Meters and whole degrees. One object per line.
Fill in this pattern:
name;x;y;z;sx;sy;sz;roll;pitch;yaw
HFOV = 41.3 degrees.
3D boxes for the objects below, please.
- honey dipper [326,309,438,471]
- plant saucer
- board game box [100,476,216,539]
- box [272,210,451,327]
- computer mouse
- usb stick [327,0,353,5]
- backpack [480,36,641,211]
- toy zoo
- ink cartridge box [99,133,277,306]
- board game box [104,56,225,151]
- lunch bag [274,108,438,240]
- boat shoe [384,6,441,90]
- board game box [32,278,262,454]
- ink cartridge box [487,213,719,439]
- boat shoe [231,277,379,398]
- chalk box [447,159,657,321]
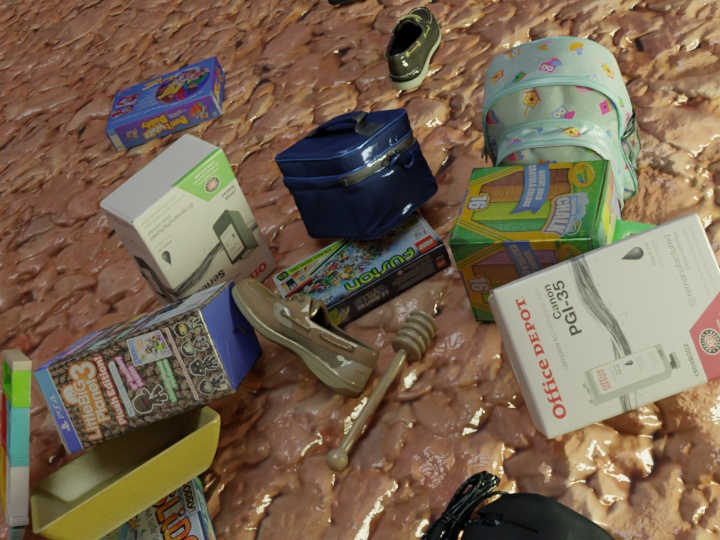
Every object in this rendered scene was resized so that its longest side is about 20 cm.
honey dipper;0.020;0.126;1.009;0.038;0.038;0.201;12;53;37
plant saucer;-0.238;0.208;0.986;0.199;0.049;0.200;-31;10;-17
board game box;-0.201;0.299;0.932;0.134;0.035;0.201;-28;39;-4
box;0.000;0.000;1.161;0.198;0.035;0.110;-29;39;-5
computer mouse;0.129;0.229;0.796;0.198;0.053;0.139;8;45;46
usb stick;0.033;-0.520;1.733;0.197;0.033;0.056;-7;35;21
backpack;0.223;-0.156;1.086;0.173;0.201;0.154;-3;44;24
toy zoo;-0.378;0.194;1.044;0.020;0.203;0.131;1;1;-25
ink cartridge box;-0.207;-0.041;1.187;0.084;0.201;0.145;25;59;41
board game box;-0.337;-0.290;1.660;0.197;0.045;0.135;-17;39;11
lunch bag;-0.007;-0.127;1.187;0.135;0.133;0.199;-38;22;-28
boat shoe;0.083;-0.367;1.510;0.071;0.061;0.203;-7;42;21
board game box;-0.228;0.102;1.061;0.198;0.098;0.160;-21;8;10
ink cartridge box;0.234;0.053;0.881;0.198;0.148;0.083;-21;-4;4
boat shoe;-0.060;0.059;1.055;0.199;0.071;0.065;36;102;25
chalk box;0.212;-0.030;1.011;0.197;0.125;0.125;-2;44;26
